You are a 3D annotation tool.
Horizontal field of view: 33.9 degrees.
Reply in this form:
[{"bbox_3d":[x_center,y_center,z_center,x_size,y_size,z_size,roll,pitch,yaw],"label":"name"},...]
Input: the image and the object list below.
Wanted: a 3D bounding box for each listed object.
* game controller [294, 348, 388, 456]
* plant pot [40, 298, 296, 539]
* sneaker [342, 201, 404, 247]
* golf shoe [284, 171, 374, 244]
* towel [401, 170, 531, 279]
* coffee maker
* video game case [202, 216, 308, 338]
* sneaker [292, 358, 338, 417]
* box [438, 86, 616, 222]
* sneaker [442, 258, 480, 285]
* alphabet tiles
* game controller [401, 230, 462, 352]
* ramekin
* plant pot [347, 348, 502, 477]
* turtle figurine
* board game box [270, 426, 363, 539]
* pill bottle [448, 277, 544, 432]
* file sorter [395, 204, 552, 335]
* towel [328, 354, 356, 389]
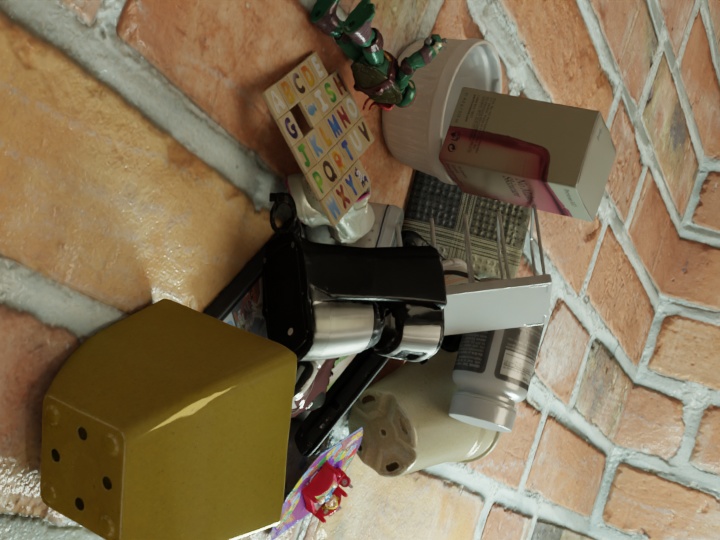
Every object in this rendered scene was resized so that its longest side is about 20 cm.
[{"bbox_3d":[-0.017,0.159,1.567,0.201,0.042,0.104,-51,177,6],"label":"game controller"},{"bbox_3d":[-0.204,0.166,1.162,0.199,0.192,0.199,-19,121,-52],"label":"plant pot"},{"bbox_3d":[0.000,0.000,1.588,0.073,0.070,0.202,77,29,-63],"label":"sneaker"},{"bbox_3d":[-0.015,-0.086,1.479,0.199,0.091,0.076,15,54,-65],"label":"golf shoe"},{"bbox_3d":[0.165,-0.089,1.776,0.035,0.197,0.196,-168,-88,-77],"label":"towel"},{"bbox_3d":[-0.004,0.013,1.389,0.198,0.134,0.195,0,100,-33],"label":"coffee maker"},{"bbox_3d":[-0.115,0.064,1.452,0.200,0.025,0.183,-51,145,-40],"label":"video game case"},{"bbox_3d":[-0.052,0.100,1.508,0.201,0.075,0.116,-54,157,-25],"label":"sneaker"},{"bbox_3d":[0.223,-0.154,1.569,0.128,0.198,0.110,41,68,-61],"label":"box"},{"bbox_3d":[0.086,0.054,1.665,0.199,0.080,0.074,-33,125,-12],"label":"sneaker"},{"bbox_3d":[-0.037,-0.163,1.380,0.169,0.007,0.200,61,29,-15],"label":"alphabet tiles"},{"bbox_3d":[0.105,0.033,1.742,0.200,0.042,0.105,41,90,-24],"label":"game controller"},{"bbox_3d":[0.111,-0.228,1.651,0.200,0.104,0.203,-38,136,-50],"label":"ramekin"},{"bbox_3d":[0.087,0.220,1.777,0.182,0.199,0.204,-17,120,-47],"label":"plant pot"},{"bbox_3d":[0.029,-0.258,1.432,0.200,0.148,0.102,36,65,-48],"label":"turtle figurine"},{"bbox_3d":[-0.045,0.307,1.643,0.199,0.039,0.159,-23,145,-60],"label":"board game box"},{"bbox_3d":[0.196,0.122,1.697,0.114,0.112,0.203,37,67,-62],"label":"pill bottle"},{"bbox_3d":[0.146,0.001,1.577,0.139,0.197,0.126,76,7,-64],"label":"file sorter"},{"bbox_3d":[-0.020,0.101,1.663,0.152,0.023,0.203,-39,137,-51],"label":"towel"}]
